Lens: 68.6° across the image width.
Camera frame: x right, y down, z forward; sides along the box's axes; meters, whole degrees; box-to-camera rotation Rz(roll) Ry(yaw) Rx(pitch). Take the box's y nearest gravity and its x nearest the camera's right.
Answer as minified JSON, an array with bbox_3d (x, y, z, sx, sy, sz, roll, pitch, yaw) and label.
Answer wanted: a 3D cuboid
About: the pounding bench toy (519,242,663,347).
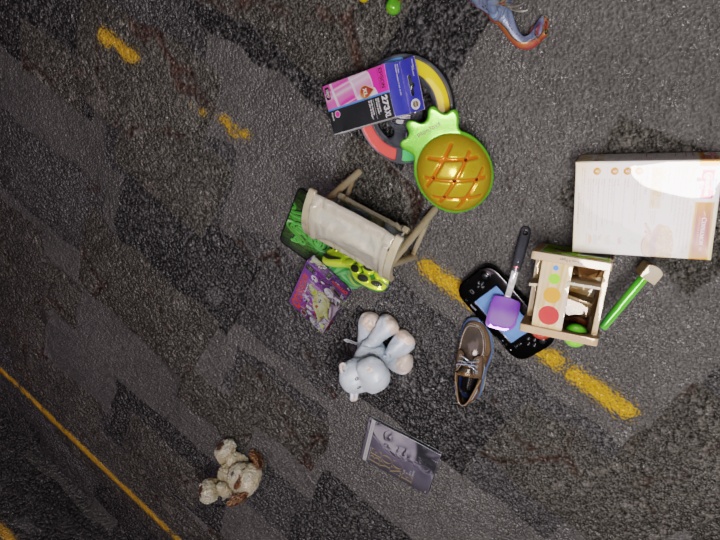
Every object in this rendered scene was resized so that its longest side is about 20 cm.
[{"bbox_3d":[0.389,0.051,0.900,0.199,0.124,0.157,10,103,24],"label":"pounding bench toy"}]

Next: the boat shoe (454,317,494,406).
[{"bbox_3d":[0.235,0.197,1.108,0.072,0.072,0.201,9,115,27],"label":"boat shoe"}]

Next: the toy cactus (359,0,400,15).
[{"bbox_3d":[0.056,-0.546,0.881,0.164,0.102,0.201,-10,97,23],"label":"toy cactus"}]

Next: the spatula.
[{"bbox_3d":[0.288,0.016,0.994,0.056,0.021,0.201,15,100,13],"label":"spatula"}]

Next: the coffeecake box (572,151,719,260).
[{"bbox_3d":[0.452,-0.106,0.845,0.199,0.073,0.154,6,114,29],"label":"coffeecake box"}]

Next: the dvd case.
[{"bbox_3d":[0.098,0.471,1.346,0.199,0.016,0.149,23,121,20],"label":"dvd case"}]

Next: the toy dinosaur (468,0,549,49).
[{"bbox_3d":[0.223,-0.441,0.854,0.182,0.105,0.200,61,165,-21],"label":"toy dinosaur"}]

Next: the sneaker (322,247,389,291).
[{"bbox_3d":[0.000,0.000,1.137,0.200,0.074,0.084,27,161,48],"label":"sneaker"}]

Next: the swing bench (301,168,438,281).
[{"bbox_3d":[0.013,-0.085,1.033,0.198,0.200,0.130,30,124,15],"label":"swing bench"}]

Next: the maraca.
[{"bbox_3d":[0.157,-0.195,0.949,0.137,0.107,0.200,-29,110,17],"label":"maraca"}]

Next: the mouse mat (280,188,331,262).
[{"bbox_3d":[-0.090,-0.076,1.220,0.200,0.008,0.161,36,125,13],"label":"mouse mat"}]

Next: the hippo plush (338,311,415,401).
[{"bbox_3d":[0.011,0.192,1.183,0.199,0.161,0.160,-6,108,32],"label":"hippo plush"}]

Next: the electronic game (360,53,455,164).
[{"bbox_3d":[0.082,-0.301,0.996,0.199,0.042,0.201,12,117,25],"label":"electronic game"}]

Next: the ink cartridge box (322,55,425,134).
[{"bbox_3d":[0.021,-0.323,0.986,0.199,0.037,0.095,-5,105,37],"label":"ink cartridge box"}]

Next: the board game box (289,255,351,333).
[{"bbox_3d":[-0.098,0.061,1.236,0.120,0.032,0.200,45,145,11],"label":"board game box"}]

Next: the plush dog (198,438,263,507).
[{"bbox_3d":[-0.375,0.640,1.627,0.171,0.201,0.160,-7,141,42],"label":"plush dog"}]

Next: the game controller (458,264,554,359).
[{"bbox_3d":[0.286,0.084,1.045,0.200,0.042,0.104,49,121,4],"label":"game controller"}]
